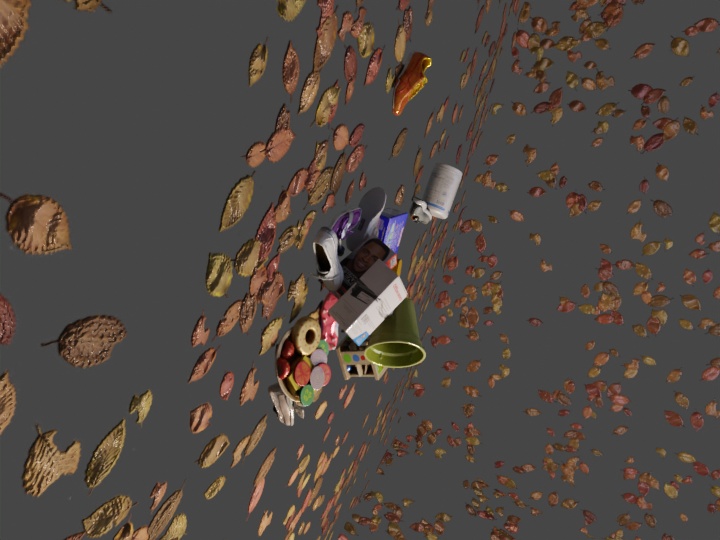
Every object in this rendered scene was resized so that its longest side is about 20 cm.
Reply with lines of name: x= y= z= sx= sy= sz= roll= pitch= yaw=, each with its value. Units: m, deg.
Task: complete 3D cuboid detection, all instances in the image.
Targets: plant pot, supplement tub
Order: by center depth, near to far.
plant pot: x=0.112 y=0.188 z=1.709 sx=0.202 sy=0.195 sz=0.188 roll=82 pitch=9 yaw=-57
supplement tub: x=0.337 y=-0.333 z=2.224 sx=0.204 sy=0.130 sz=0.132 roll=-69 pitch=163 yaw=0

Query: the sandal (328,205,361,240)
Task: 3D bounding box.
sandal: x=-0.037 y=-0.120 z=1.426 sx=0.203 sy=0.049 sz=0.084 roll=-50 pitch=154 yaw=-49

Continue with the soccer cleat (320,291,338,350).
soccer cleat: x=-0.089 y=0.140 z=1.567 sx=0.077 sy=0.065 sz=0.204 roll=-107 pitch=-159 yaw=-65

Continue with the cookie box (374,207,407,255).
cookie box: x=0.077 y=-0.110 z=1.752 sx=0.199 sy=0.074 sz=0.175 roll=-26 pitch=133 yaw=-66

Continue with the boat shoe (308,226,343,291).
boat shoe: x=-0.091 y=-0.007 z=1.345 sx=0.087 sy=0.073 sz=0.205 roll=-55 pitch=156 yaw=-39

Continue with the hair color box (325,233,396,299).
hair color box: x=0.000 y=0.000 z=1.488 sx=0.199 sy=0.101 sz=0.062 roll=-41 pitch=154 yaw=-18

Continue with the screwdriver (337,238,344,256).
screwdriver: x=-0.053 y=-0.059 z=1.394 sx=0.200 sy=0.027 sz=0.030 roll=142 pitch=-69 yaw=-85

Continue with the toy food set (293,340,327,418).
toy food set: x=-0.138 y=0.310 z=1.498 sx=0.144 sy=0.059 sz=0.204 roll=105 pitch=2 yaw=-68

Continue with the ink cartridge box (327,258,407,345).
ink cartridge box: x=0.023 y=0.088 z=1.429 sx=0.200 sy=0.084 sz=0.145 roll=-45 pitch=154 yaw=-7

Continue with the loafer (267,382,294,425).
loafer: x=-0.213 y=0.357 z=1.429 sx=0.202 sy=0.061 sz=0.073 roll=95 pitch=-10 yaw=-48

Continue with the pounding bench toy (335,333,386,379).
pounding bench toy: x=-0.003 y=0.256 z=1.820 sx=0.124 sy=0.153 sz=0.204 roll=-40 pitch=119 yaw=-56

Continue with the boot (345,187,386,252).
boot: x=0.019 y=-0.145 z=1.564 sx=0.203 sy=0.073 sz=0.096 roll=-61 pitch=169 yaw=-1

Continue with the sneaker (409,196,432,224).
sneaker: x=0.236 y=-0.228 z=2.147 sx=0.080 sy=0.073 sz=0.200 roll=-58 pitch=156 yaw=-3

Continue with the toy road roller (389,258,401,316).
toy road roller: x=0.062 y=0.038 z=1.620 sx=0.146 sy=0.120 sz=0.205 roll=-19 pitch=118 yaw=-73

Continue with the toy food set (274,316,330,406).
toy food set: x=-0.145 y=0.238 z=1.366 sx=0.201 sy=0.048 sz=0.201 roll=-54 pitch=128 yaw=-45

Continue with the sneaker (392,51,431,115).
sneaker: x=0.143 y=-0.528 z=1.488 sx=0.203 sy=0.076 sz=0.073 roll=-66 pitch=164 yaw=-7
